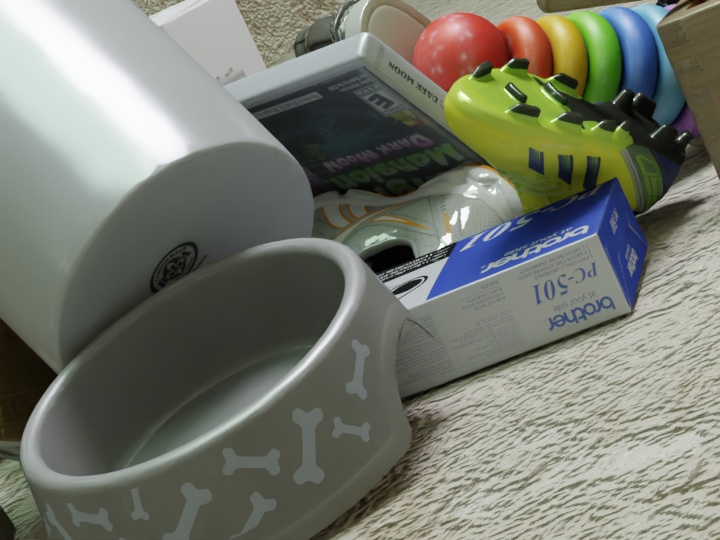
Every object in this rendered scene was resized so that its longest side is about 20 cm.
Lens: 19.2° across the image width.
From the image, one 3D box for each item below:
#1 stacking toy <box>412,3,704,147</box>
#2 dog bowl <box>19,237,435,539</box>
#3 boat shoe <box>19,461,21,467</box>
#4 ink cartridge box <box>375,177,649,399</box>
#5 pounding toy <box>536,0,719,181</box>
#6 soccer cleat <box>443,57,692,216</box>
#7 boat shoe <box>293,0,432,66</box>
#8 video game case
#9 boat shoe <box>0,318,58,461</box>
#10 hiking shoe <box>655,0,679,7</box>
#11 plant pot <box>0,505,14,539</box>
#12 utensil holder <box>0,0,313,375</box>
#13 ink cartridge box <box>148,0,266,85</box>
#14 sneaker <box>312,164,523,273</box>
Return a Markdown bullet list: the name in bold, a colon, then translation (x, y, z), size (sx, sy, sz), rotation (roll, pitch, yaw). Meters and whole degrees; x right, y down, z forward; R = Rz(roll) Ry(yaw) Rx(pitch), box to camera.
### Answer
- **stacking toy**: translation (0.122, -0.115, 1.200), size (0.198, 0.086, 0.085), rotation (0, -2, -28)
- **dog bowl**: translation (-0.063, 0.060, 0.948), size (0.199, 0.059, 0.200), rotation (-26, 24, 12)
- **boat shoe**: translation (-0.175, 0.061, 1.314), size (0.073, 0.064, 0.201), rotation (-22, 11, 17)
- **ink cartridge box**: translation (0.040, 0.022, 1.051), size (0.199, 0.044, 0.094), rotation (-22, 13, 19)
- **pounding toy**: translation (0.227, -0.134, 1.097), size (0.199, 0.143, 0.184), rotation (-20, 11, 28)
- **soccer cleat**: translation (0.100, -0.054, 1.080), size (0.200, 0.065, 0.084), rotation (6, -56, -55)
- **boat shoe**: translation (0.042, -0.092, 1.242), size (0.060, 0.201, 0.073), rotation (-10, 57, 39)
- **video game case**: translation (-0.002, -0.057, 1.225), size (0.199, 0.181, 0.024), rotation (-15, 50, 46)
- **boat shoe**: translation (-0.183, 0.069, 1.113), size (0.199, 0.071, 0.069), rotation (16, -30, -30)
- **hiking shoe**: translation (0.206, -0.145, 1.313), size (0.199, 0.101, 0.076), rotation (-14, 12, 45)
- **plant pot**: translation (-0.309, 0.090, 1.111), size (0.186, 0.201, 0.187), rotation (-25, 10, 5)
- **utensil holder**: translation (-0.144, -0.053, 1.085), size (0.169, 0.171, 0.200), rotation (-30, 52, -24)
- **ink cartridge box**: translation (-0.118, -0.069, 1.440), size (0.146, 0.201, 0.083), rotation (-17, 13, 39)
- **sneaker**: translation (0.000, 0.000, 1.186), size (0.199, 0.076, 0.092), rotation (-19, 19, 45)
